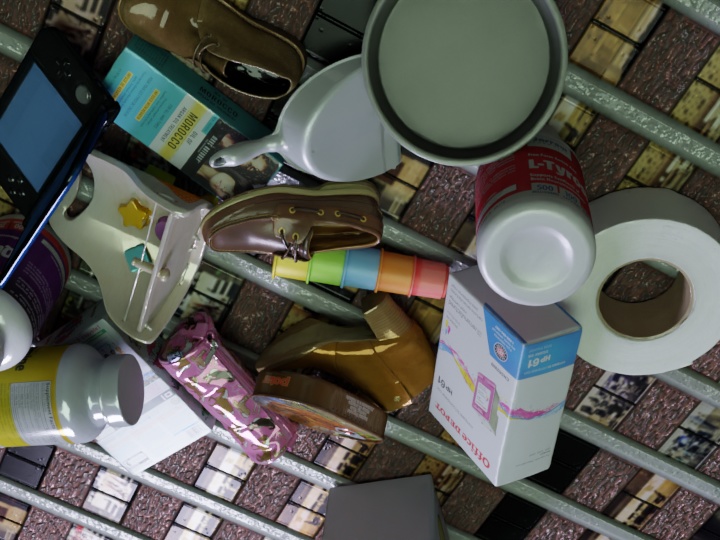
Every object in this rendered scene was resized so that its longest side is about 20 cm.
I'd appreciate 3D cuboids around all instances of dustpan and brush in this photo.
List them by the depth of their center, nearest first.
[{"bbox_3d":[-0.057,-0.137,1.080,0.198,0.057,0.141,-27,133,-23],"label":"dustpan and brush"}]

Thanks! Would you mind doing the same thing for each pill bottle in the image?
[{"bbox_3d":[0.168,-0.066,1.043,0.110,0.201,0.114,2,124,4],"label":"pill bottle"},{"bbox_3d":[-0.399,0.032,1.167,0.110,0.201,0.114,3,123,4],"label":"pill bottle"},{"bbox_3d":[-0.354,0.142,1.212,0.196,0.113,0.114,-5,122,10],"label":"pill bottle"}]

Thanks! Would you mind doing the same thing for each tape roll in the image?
[{"bbox_3d":[0.306,0.015,1.157,0.198,0.071,0.206,3,122,4],"label":"tape roll"}]

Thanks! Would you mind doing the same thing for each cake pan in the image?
[{"bbox_3d":[0.100,-0.204,1.022,0.196,0.037,0.204,1,100,7],"label":"cake pan"}]

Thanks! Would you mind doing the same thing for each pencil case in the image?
[{"bbox_3d":[-0.156,0.145,1.284,0.082,0.087,0.201,-37,114,2],"label":"pencil case"}]

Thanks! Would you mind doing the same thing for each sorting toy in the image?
[{"bbox_3d":[-0.261,-0.056,1.164,0.178,0.107,0.202,30,130,5],"label":"sorting toy"}]

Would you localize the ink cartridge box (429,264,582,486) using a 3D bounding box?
[{"bbox_3d":[0.156,0.114,1.184,0.083,0.145,0.203,-15,128,-26],"label":"ink cartridge box"}]

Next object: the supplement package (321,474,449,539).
[{"bbox_3d":[0.043,0.409,1.364,0.144,0.192,0.203,-10,122,12],"label":"supplement package"}]

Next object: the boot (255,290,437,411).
[{"bbox_3d":[-0.011,0.118,1.258,0.199,0.071,0.145,-25,118,17],"label":"boot"}]

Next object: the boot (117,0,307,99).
[{"bbox_3d":[-0.151,-0.228,1.050,0.197,0.076,0.074,20,125,-5],"label":"boot"}]

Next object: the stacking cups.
[{"bbox_3d":[0.000,0.000,1.191,0.196,0.061,0.061,12,123,-4],"label":"stacking cups"}]

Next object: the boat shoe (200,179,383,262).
[{"bbox_3d":[-0.069,-0.046,1.123,0.196,0.068,0.073,-8,147,-11],"label":"boat shoe"}]

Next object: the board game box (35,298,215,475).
[{"bbox_3d":[-0.292,0.143,1.308,0.146,0.065,0.201,-30,115,23],"label":"board game box"}]

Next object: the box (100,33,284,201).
[{"bbox_3d":[-0.178,-0.153,1.115,0.199,0.049,0.082,36,120,-16],"label":"box"}]

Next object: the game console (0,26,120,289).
[{"bbox_3d":[-0.341,-0.114,1.074,0.171,0.118,0.200,50,124,6],"label":"game console"}]

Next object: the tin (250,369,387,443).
[{"bbox_3d":[-0.044,0.161,1.249,0.111,0.043,0.199,7,162,37],"label":"tin"}]
